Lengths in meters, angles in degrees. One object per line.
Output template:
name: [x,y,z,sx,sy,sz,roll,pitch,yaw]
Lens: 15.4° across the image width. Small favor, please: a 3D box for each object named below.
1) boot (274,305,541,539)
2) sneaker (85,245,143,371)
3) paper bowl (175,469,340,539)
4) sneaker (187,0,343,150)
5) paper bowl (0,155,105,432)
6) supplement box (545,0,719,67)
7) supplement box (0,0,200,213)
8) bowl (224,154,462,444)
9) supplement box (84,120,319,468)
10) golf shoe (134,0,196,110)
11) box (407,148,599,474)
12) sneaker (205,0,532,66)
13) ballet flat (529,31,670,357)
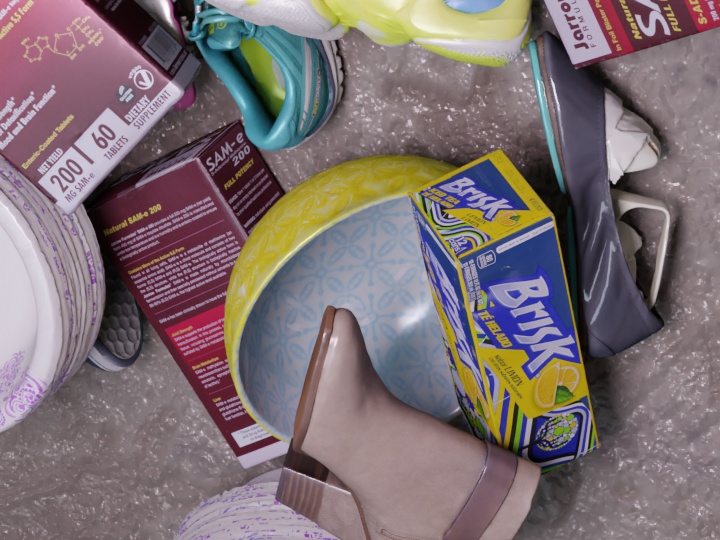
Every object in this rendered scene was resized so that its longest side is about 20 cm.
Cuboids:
boot: [0.032,0.104,1.537,0.145,0.070,0.200,16,143,1]
sneaker: [-0.245,0.005,1.766,0.146,0.077,0.203,-34,97,36]
paper bowl: [-0.024,0.202,1.709,0.200,0.105,0.201,8,142,6]
sneaker: [-0.069,-0.165,1.572,0.077,0.080,0.201,-14,109,34]
paper bowl: [-0.251,-0.003,1.656,0.200,0.104,0.202,11,117,21]
supplement box: [0.186,-0.190,1.421,0.199,0.061,0.109,-15,110,35]
supplement box: [-0.203,-0.143,1.538,0.200,0.061,0.109,42,110,-8]
bowl: [0.000,0.000,1.596,0.108,0.199,0.201,-121,37,-44]
supplement box: [-0.076,0.017,1.693,0.109,0.061,0.201,-22,106,36]
golf shoe: [-0.162,-0.182,1.601,0.091,0.075,0.201,-24,101,-3]
box: [0.084,0.031,1.542,0.070,0.064,0.201,55,167,44]
sneaker: [0.004,-0.182,1.513,0.199,0.076,0.106,11,90,-1]
ballet flat: [0.143,-0.046,1.539,0.073,0.073,0.201,1,113,28]
